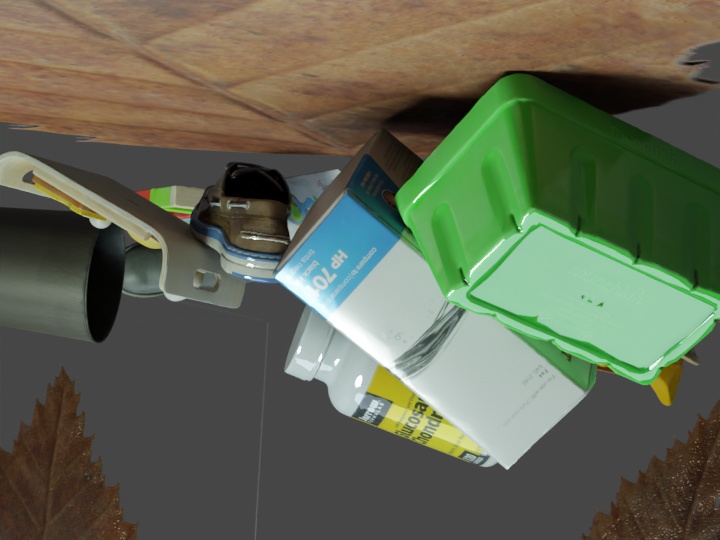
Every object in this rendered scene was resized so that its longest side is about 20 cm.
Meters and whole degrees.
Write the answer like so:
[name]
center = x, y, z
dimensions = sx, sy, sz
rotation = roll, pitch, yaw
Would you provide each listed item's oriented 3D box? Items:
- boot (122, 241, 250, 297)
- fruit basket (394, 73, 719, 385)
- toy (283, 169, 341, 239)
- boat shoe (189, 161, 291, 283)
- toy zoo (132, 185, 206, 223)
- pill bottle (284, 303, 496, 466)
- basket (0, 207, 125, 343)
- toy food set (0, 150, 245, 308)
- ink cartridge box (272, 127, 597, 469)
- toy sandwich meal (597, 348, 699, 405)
[boot]
center = -0.167, -0.006, 2.105
dimensions = 0.182, 0.073, 0.200
rotation = -10, -173, -24
[fruit basket]
center = 0.128, -0.046, 1.184
dimensions = 0.215, 0.216, 0.156
rotation = 7, 139, -38
[toy]
center = -0.025, -0.043, 1.573
dimensions = 0.047, 0.115, 0.200
rotation = -43, -161, -21
[boat shoe]
center = -0.087, -0.048, 1.516
dimensions = 0.072, 0.072, 0.200
rotation = 7, -167, -20
[toy zoo]
center = -0.172, -0.057, 1.801
dimensions = 0.131, 0.020, 0.200
rotation = 7, 173, -36
[pill bottle]
center = 0.041, 0.085, 1.619
dimensions = 0.200, 0.112, 0.112
rotation = 21, 173, -6
[basket]
center = -0.358, -0.003, 1.938
dimensions = 0.200, 0.136, 0.180
rotation = 6, 180, 3
[toy food set]
center = -0.202, -0.030, 1.561
dimensions = 0.200, 0.060, 0.143
rotation = 29, -175, 22
[ink cartridge box]
center = 0.055, 0.014, 1.240
dimensions = 0.200, 0.086, 0.146
rotation = 41, -158, -6
[toy sandwich meal]
center = 0.193, 0.055, 1.612
dimensions = 0.205, 0.070, 0.205
rotation = 25, -179, 0
